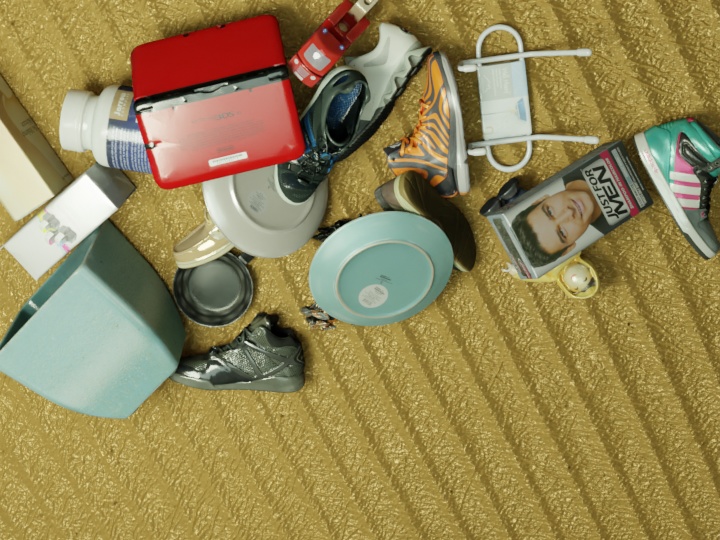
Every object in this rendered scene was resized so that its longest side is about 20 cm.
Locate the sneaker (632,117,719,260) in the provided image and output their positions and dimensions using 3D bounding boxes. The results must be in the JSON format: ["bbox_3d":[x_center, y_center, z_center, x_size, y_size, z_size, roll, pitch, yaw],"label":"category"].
[{"bbox_3d":[0.464,-0.122,1.659,0.120,0.084,0.201,-28,103,21],"label":"sneaker"}]

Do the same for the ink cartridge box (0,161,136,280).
[{"bbox_3d":[-0.411,-0.062,1.700,0.200,0.115,0.068,-38,102,14],"label":"ink cartridge box"}]

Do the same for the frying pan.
[{"bbox_3d":[-0.193,-0.009,1.749,0.114,0.031,0.191,25,103,-5],"label":"frying pan"}]

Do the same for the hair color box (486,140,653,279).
[{"bbox_3d":[0.279,-0.080,1.644,0.199,0.061,0.099,-32,98,-13],"label":"hair color box"}]

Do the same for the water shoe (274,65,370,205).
[{"bbox_3d":[-0.052,-0.168,1.593,0.071,0.079,0.201,18,110,-22],"label":"water shoe"}]

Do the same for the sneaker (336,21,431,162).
[{"bbox_3d":[0.004,-0.240,1.654,0.088,0.074,0.200,37,104,6],"label":"sneaker"}]

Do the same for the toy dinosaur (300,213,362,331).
[{"bbox_3d":[0.000,0.000,1.725,0.200,0.102,0.136,-43,120,-21],"label":"toy dinosaur"}]

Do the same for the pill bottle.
[{"bbox_3d":[-0.294,-0.188,1.656,0.199,0.111,0.112,9,108,0],"label":"pill bottle"}]

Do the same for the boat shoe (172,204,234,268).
[{"bbox_3d":[-0.181,-0.079,1.700,0.199,0.074,0.069,-33,121,3],"label":"boat shoe"}]

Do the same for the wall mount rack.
[{"bbox_3d":[0.221,-0.225,1.639,0.173,0.075,0.201,-7,108,5],"label":"wall mount rack"}]

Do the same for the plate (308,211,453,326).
[{"bbox_3d":[0.031,0.007,1.654,0.199,0.026,0.201,-8,131,-9],"label":"plate"}]

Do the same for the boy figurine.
[{"bbox_3d":[0.251,-0.030,1.704,0.124,0.064,0.200,-42,98,7],"label":"boy figurine"}]

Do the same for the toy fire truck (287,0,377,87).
[{"bbox_3d":[-0.005,-0.329,1.582,0.049,0.200,0.141,42,133,-9],"label":"toy fire truck"}]

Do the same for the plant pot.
[{"bbox_3d":[-0.355,0.088,1.710,0.200,0.197,0.196,43,104,-16],"label":"plant pot"}]

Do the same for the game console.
[{"bbox_3d":[-0.184,-0.217,1.593,0.199,0.119,0.173,-13,110,1],"label":"game console"}]

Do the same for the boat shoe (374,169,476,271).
[{"bbox_3d":[0.091,-0.065,1.681,0.065,0.074,0.200,-8,140,35],"label":"boat shoe"}]

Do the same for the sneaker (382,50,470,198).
[{"bbox_3d":[0.082,-0.188,1.656,0.111,0.078,0.201,-7,107,4],"label":"sneaker"}]

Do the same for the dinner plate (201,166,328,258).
[{"bbox_3d":[-0.120,-0.117,1.648,0.199,0.024,0.202,2,86,-35],"label":"dinner plate"}]

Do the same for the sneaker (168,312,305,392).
[{"bbox_3d":[-0.178,0.113,1.766,0.198,0.076,0.115,1,106,-1],"label":"sneaker"}]

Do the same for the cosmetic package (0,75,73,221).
[{"bbox_3d":[-0.485,-0.177,1.674,0.071,0.105,0.200,-31,105,11],"label":"cosmetic package"}]
